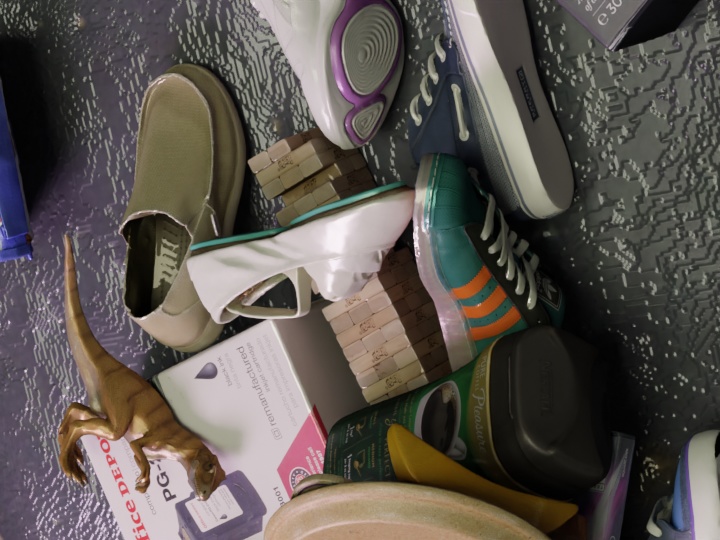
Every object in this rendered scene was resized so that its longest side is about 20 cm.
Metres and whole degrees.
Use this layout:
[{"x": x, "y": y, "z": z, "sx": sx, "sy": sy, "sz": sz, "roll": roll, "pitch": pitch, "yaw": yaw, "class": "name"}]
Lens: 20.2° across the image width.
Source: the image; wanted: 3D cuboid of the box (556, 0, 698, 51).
[{"x": 0.139, "y": -0.254, "z": 1.180, "sx": 0.200, "sy": 0.107, "sz": 0.149, "roll": 45, "pitch": 120, "yaw": 14, "class": "box"}]

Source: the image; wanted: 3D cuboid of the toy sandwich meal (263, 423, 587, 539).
[{"x": 0.043, "y": 0.160, "z": 1.191, "sx": 0.204, "sy": 0.071, "sz": 0.206, "roll": 8, "pitch": 144, "yaw": 6, "class": "toy sandwich meal"}]

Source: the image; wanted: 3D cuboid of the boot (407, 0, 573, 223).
[{"x": 0.062, "y": -0.121, "z": 1.276, "sx": 0.090, "sy": 0.073, "sz": 0.201, "roll": -13, "pitch": 98, "yaw": 31, "class": "boot"}]

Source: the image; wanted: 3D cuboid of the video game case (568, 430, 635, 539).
[{"x": 0.104, "y": 0.197, "z": 1.276, "sx": 0.142, "sy": 0.019, "sz": 0.202, "roll": 2, "pitch": 79, "yaw": 53, "class": "video game case"}]

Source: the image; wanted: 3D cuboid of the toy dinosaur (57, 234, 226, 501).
[{"x": -0.170, "y": 0.087, "z": 1.387, "sx": 0.106, "sy": 0.060, "sz": 0.200, "roll": -42, "pitch": 80, "yaw": 5, "class": "toy dinosaur"}]

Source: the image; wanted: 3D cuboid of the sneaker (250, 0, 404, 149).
[{"x": -0.031, "y": -0.178, "z": 1.331, "sx": 0.099, "sy": 0.075, "sz": 0.201, "roll": -5, "pitch": 100, "yaw": 50, "class": "sneaker"}]

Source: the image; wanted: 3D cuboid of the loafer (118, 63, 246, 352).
[{"x": -0.126, "y": -0.046, "z": 1.388, "sx": 0.075, "sy": 0.068, "sz": 0.202, "roll": -6, "pitch": 82, "yaw": 30, "class": "loafer"}]

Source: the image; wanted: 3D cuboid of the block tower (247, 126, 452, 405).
[{"x": 0.000, "y": 0.000, "z": 1.353, "sx": 0.054, "sy": 0.058, "sz": 0.201, "roll": -29, "pitch": 88, "yaw": 33, "class": "block tower"}]

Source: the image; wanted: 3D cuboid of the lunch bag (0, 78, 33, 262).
[{"x": -0.325, "y": -0.082, "z": 1.484, "sx": 0.199, "sy": 0.124, "sz": 0.171, "roll": -6, "pitch": 98, "yaw": 39, "class": "lunch bag"}]

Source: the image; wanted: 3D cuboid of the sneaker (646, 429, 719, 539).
[{"x": 0.175, "y": 0.198, "z": 1.284, "sx": 0.145, "sy": 0.081, "sz": 0.202, "roll": -2, "pitch": 107, "yaw": 26, "class": "sneaker"}]

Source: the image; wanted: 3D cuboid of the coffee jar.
[{"x": 0.067, "y": 0.112, "z": 1.263, "sx": 0.200, "sy": 0.085, "sz": 0.105, "roll": -30, "pitch": 48, "yaw": 42, "class": "coffee jar"}]

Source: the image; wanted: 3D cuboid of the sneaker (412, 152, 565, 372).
[{"x": 0.086, "y": 0.003, "z": 1.268, "sx": 0.079, "sy": 0.072, "sz": 0.201, "roll": -4, "pitch": 135, "yaw": 17, "class": "sneaker"}]

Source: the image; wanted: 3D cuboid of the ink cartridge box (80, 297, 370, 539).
[{"x": -0.085, "y": 0.126, "z": 1.415, "sx": 0.199, "sy": 0.084, "sz": 0.146, "roll": -26, "pitch": 86, "yaw": 33, "class": "ink cartridge box"}]

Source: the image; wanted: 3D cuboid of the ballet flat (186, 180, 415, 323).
[{"x": -0.032, "y": -0.006, "z": 1.297, "sx": 0.199, "sy": 0.069, "sz": 0.070, "roll": -16, "pitch": 94, "yaw": 42, "class": "ballet flat"}]
